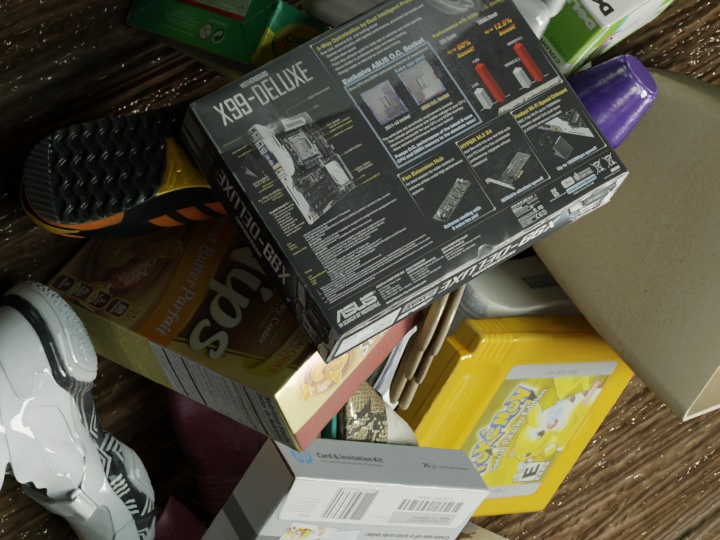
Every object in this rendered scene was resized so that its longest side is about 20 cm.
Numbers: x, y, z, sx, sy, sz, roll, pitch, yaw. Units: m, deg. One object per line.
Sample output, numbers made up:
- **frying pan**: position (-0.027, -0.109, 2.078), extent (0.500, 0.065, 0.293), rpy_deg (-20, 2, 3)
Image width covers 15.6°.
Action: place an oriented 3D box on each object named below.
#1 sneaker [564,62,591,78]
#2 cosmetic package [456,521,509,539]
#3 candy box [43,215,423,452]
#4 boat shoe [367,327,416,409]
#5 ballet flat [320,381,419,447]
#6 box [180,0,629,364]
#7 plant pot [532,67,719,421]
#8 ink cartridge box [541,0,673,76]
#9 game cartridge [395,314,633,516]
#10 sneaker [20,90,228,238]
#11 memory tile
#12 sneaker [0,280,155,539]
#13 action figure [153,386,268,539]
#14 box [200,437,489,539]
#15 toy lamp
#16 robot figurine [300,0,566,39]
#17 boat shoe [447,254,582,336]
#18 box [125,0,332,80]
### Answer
- **sneaker**: position (0.107, -0.103, 1.782), extent (0.076, 0.081, 0.200), rpy_deg (0, 107, -49)
- **cosmetic package**: position (0.076, 0.313, 1.853), extent (0.166, 0.167, 0.200), rpy_deg (-23, 121, -40)
- **candy box**: position (-0.076, 0.018, 1.543), extent (0.115, 0.200, 0.055), rpy_deg (-48, 137, -23)
- **boat shoe**: position (0.000, 0.000, 1.699), extent (0.067, 0.074, 0.200), rpy_deg (32, 52, -35)
- **ballet flat**: position (-0.004, 0.127, 1.652), extent (0.075, 0.068, 0.200), rpy_deg (4, 136, -13)
- **box**: position (0.024, -0.065, 1.475), extent (0.200, 0.158, 0.050), rpy_deg (-30, 169, -18)
- **plant pot**: position (0.230, -0.037, 1.808), extent (0.200, 0.177, 0.200), rpy_deg (-56, 164, 14)
- **ink cartridge box**: position (0.098, -0.193, 1.680), extent (0.200, 0.076, 0.148), rpy_deg (-34, 84, -33)
- **game cartridge**: position (0.097, 0.106, 1.845), extent (0.200, 0.032, 0.176), rpy_deg (-2, 131, -47)
- **sneaker**: position (-0.100, -0.060, 1.531), extent (0.200, 0.090, 0.070), rpy_deg (-9, 83, -14)
- **memory tile**: position (0.064, -0.022, 1.597), extent (0.153, 0.017, 0.200), rpy_deg (114, -2, -68)
- **sneaker**: position (-0.198, 0.114, 1.551), extent (0.115, 0.075, 0.200), rpy_deg (-37, 125, -31)
- **action figure**: position (-0.072, 0.128, 1.644), extent (0.134, 0.149, 0.200), rpy_deg (-11, 100, -51)
- **box**: position (-0.034, 0.188, 1.613), extent (0.156, 0.041, 0.200), rpy_deg (7, 126, -39)
- **toy lamp**: position (0.108, -0.070, 1.728), extent (0.200, 0.058, 0.058), rpy_deg (-38, 144, 21)
- **robot figurine**: position (0.033, -0.205, 1.596), extent (0.170, 0.200, 0.113), rpy_deg (-56, 177, -26)
- **boat shoe**: position (0.128, 0.036, 1.878), extent (0.200, 0.072, 0.069), rpy_deg (-8, 136, -54)
- **box**: position (-0.033, -0.123, 1.596), extent (0.200, 0.117, 0.048), rpy_deg (27, 86, -50)
